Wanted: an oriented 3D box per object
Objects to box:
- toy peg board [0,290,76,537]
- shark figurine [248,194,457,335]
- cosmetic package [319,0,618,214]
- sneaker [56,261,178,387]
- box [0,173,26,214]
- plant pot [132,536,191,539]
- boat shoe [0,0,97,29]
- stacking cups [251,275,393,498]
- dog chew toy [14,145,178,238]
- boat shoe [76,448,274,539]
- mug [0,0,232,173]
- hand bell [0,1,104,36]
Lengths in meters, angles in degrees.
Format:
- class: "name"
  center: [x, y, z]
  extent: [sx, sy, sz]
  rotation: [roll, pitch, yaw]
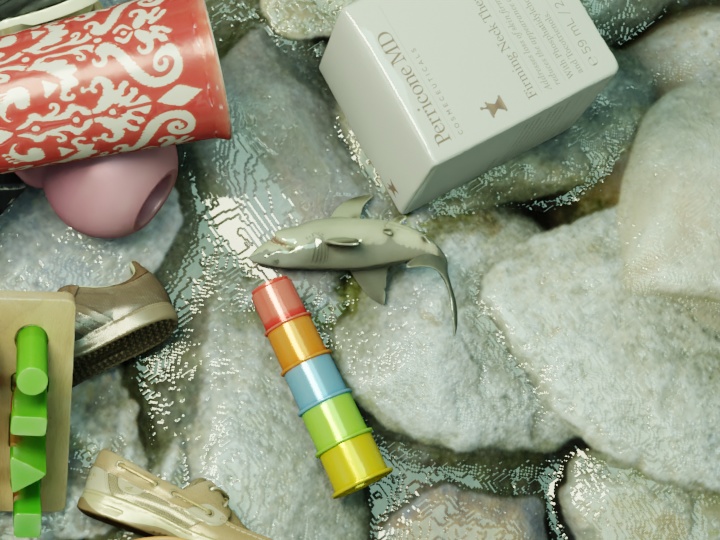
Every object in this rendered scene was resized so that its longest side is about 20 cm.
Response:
- class: "toy peg board"
  center: [-0.336, 0.125, 1.609]
  extent: [0.198, 0.098, 0.201]
  rotation: [2, 112, -11]
- class: "shark figurine"
  center: [0.022, -0.003, 1.762]
  extent: [0.128, 0.214, 0.090]
  rotation: [-35, 126, -44]
- class: "cosmetic package"
  center: [0.094, -0.183, 1.785]
  extent: [0.199, 0.166, 0.168]
  rotation: [-28, 83, -15]
- class: "sneaker"
  center: [-0.262, 0.057, 1.720]
  extent: [0.199, 0.071, 0.076]
  rotation: [-21, 62, -18]
- class: "box"
  center: [-0.412, -0.088, 1.675]
  extent: [0.200, 0.104, 0.148]
  rotation: [44, 97, 4]
- class: "plant pot"
  center: [-0.171, 0.328, 1.620]
  extent: [0.199, 0.140, 0.201]
  rotation: [3, 75, -11]
- class: "boat shoe"
  center: [-0.318, -0.228, 1.627]
  extent: [0.198, 0.075, 0.066]
  rotation: [-15, 111, 0]
- class: "stacking cups"
  center: [-0.035, 0.099, 1.746]
  extent: [0.060, 0.061, 0.201]
  rotation: [-20, 79, -15]
- class: "dog chew toy"
  center: [-0.260, -0.117, 1.730]
  extent: [0.200, 0.125, 0.125]
  rotation: [34, 72, 7]
- class: "boat shoe"
  center: [-0.141, 0.210, 1.691]
  extent: [0.199, 0.071, 0.065]
  rotation: [20, 74, -4]
- class: "mug"
  center: [-0.219, -0.153, 1.640]
  extent: [0.199, 0.178, 0.134]
  rotation: [-14, 96, -7]
- class: "hand bell"
  center: [-0.256, -0.257, 1.713]
  extent: [0.104, 0.200, 0.105]
  rotation: [5, 68, -13]
